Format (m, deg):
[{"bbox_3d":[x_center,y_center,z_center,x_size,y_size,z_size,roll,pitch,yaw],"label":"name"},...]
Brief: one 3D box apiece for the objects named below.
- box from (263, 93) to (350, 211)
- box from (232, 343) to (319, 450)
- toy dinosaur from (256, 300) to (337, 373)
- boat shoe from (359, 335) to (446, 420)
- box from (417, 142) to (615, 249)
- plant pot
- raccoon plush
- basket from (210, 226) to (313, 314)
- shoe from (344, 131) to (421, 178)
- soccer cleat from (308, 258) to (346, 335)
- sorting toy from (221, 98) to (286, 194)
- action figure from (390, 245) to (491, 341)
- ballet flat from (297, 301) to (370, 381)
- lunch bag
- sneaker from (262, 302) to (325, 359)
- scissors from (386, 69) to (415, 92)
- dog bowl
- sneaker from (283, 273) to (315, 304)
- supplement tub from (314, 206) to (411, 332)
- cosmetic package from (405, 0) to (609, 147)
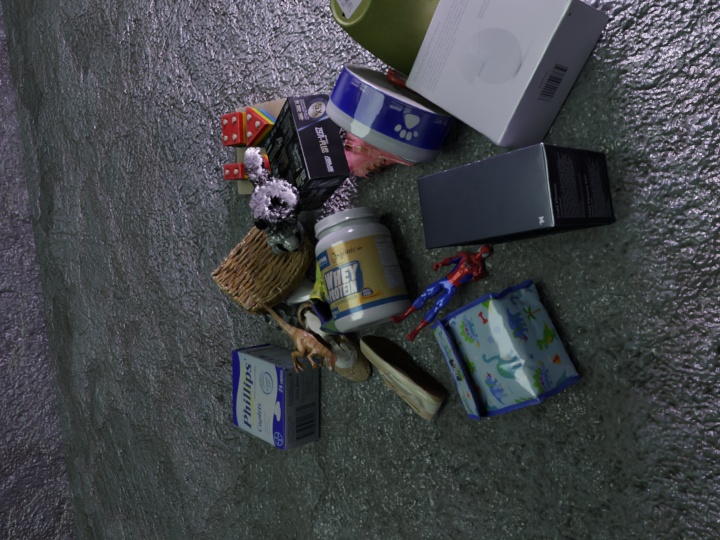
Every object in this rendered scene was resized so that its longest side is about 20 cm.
[{"bbox_3d":[-0.110,-0.223,1.153,0.200,0.086,0.165,-34,70,64],"label":"box"},{"bbox_3d":[-0.193,0.278,1.326,0.199,0.105,0.185,8,100,45],"label":"box"},{"bbox_3d":[-0.118,0.136,1.160,0.199,0.060,0.107,32,131,21],"label":"toy dinosaur"},{"bbox_3d":[0.067,0.194,1.083,0.200,0.072,0.065,37,118,30],"label":"boat shoe"},{"bbox_3d":[0.215,-0.097,0.819,0.199,0.181,0.105,-9,88,44],"label":"box"},{"bbox_3d":[0.055,-0.410,0.929,0.186,0.199,0.189,7,100,44],"label":"plant pot"},{"bbox_3d":[-0.160,-0.128,1.143,0.134,0.096,0.201,85,174,-66],"label":"raccoon plush"},{"bbox_3d":[-0.192,-0.003,1.246,0.143,0.200,0.149,39,168,6],"label":"basket"},{"bbox_3d":[0.036,-0.205,1.068,0.200,0.071,0.092,37,121,42],"label":"shoe"},{"bbox_3d":[-0.066,0.036,1.165,0.065,0.083,0.201,-54,41,43],"label":"soccer cleat"},{"bbox_3d":[-0.238,-0.276,1.329,0.198,0.069,0.201,5,98,44],"label":"sorting toy"},{"bbox_3d":[0.131,0.029,0.949,0.200,0.099,0.065,-44,72,9],"label":"action figure"},{"bbox_3d":[-0.059,0.143,1.169,0.071,0.065,0.200,-46,79,1],"label":"ballet flat"},{"bbox_3d":[0.201,0.131,0.910,0.200,0.127,0.171,-38,70,54],"label":"lunch bag"},{"bbox_3d":[-0.108,0.127,1.256,0.199,0.089,0.074,30,86,15],"label":"sneaker"},{"bbox_3d":[0.130,-0.284,0.971,0.199,0.073,0.014,27,115,4],"label":"scissors"},{"bbox_3d":[0.049,-0.257,0.954,0.200,0.199,0.079,43,120,33],"label":"dog bowl"},{"bbox_3d":[-0.148,0.029,1.277,0.200,0.070,0.081,6,96,44],"label":"sneaker"},{"bbox_3d":[0.000,0.000,1.071,0.144,0.144,0.201,-25,77,43],"label":"supplement tub"},{"bbox_3d":[0.202,-0.313,0.848,0.200,0.123,0.200,43,123,31],"label":"cosmetic package"}]
